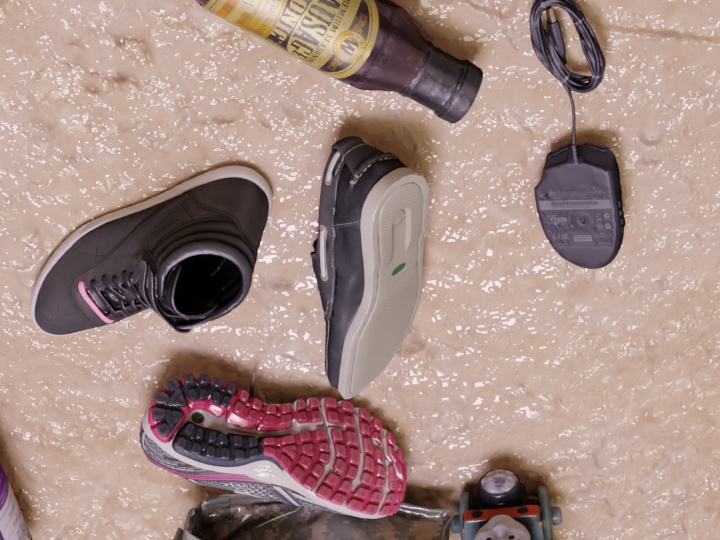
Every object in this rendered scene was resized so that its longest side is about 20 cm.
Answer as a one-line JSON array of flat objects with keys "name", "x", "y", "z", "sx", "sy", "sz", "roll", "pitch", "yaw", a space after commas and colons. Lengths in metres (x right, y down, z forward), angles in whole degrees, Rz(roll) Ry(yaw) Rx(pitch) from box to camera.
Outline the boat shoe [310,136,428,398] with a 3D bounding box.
[{"name": "boat shoe", "x": 0.000, "y": 0.000, "z": 1.508, "sx": 0.067, "sy": 0.072, "sz": 0.201, "roll": 33, "pitch": 137, "yaw": 28}]

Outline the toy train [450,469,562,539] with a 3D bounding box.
[{"name": "toy train", "x": 0.113, "y": 0.247, "z": 1.633, "sx": 0.084, "sy": 0.114, "sz": 0.201, "roll": -5, "pitch": 123, "yaw": 4}]

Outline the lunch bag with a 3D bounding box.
[{"name": "lunch bag", "x": -0.043, "y": 0.249, "z": 1.634, "sx": 0.198, "sy": 0.118, "sz": 0.165, "roll": 9, "pitch": 126, "yaw": 2}]

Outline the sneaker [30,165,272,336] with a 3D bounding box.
[{"name": "sneaker", "x": -0.149, "y": 0.008, "z": 1.494, "sx": 0.199, "sy": 0.099, "sz": 0.071, "roll": -28, "pitch": 120, "yaw": 20}]

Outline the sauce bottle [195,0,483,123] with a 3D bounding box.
[{"name": "sauce bottle", "x": -0.014, "y": -0.157, "z": 1.403, "sx": 0.199, "sy": 0.066, "sz": 0.066, "roll": 25, "pitch": 121, "yaw": -14}]

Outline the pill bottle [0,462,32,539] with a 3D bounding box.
[{"name": "pill bottle", "x": -0.302, "y": 0.191, "z": 1.611, "sx": 0.111, "sy": 0.112, "sz": 0.201, "roll": -11, "pitch": 122, "yaw": 9}]

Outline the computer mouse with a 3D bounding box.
[{"name": "computer mouse", "x": 0.143, "y": -0.092, "z": 1.465, "sx": 0.058, "sy": 0.034, "sz": 0.201, "roll": 2, "pitch": 120, "yaw": 20}]

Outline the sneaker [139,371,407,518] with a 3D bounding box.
[{"name": "sneaker", "x": -0.061, "y": 0.129, "z": 1.593, "sx": 0.199, "sy": 0.081, "sz": 0.075, "roll": 19, "pitch": 150, "yaw": -10}]
